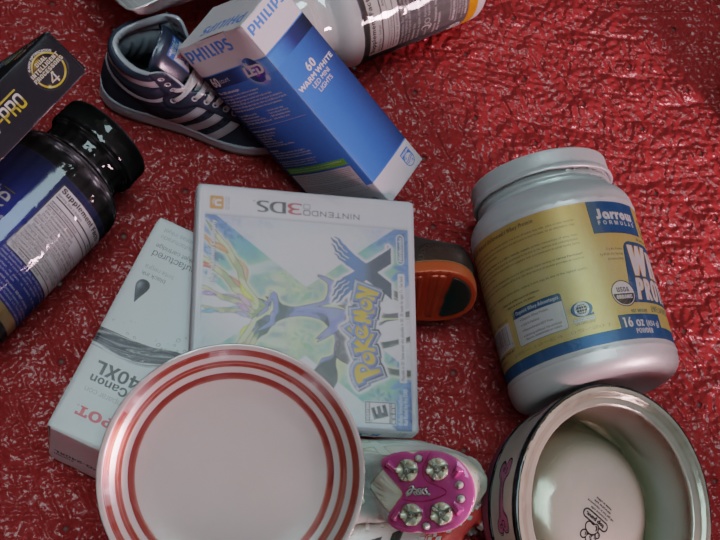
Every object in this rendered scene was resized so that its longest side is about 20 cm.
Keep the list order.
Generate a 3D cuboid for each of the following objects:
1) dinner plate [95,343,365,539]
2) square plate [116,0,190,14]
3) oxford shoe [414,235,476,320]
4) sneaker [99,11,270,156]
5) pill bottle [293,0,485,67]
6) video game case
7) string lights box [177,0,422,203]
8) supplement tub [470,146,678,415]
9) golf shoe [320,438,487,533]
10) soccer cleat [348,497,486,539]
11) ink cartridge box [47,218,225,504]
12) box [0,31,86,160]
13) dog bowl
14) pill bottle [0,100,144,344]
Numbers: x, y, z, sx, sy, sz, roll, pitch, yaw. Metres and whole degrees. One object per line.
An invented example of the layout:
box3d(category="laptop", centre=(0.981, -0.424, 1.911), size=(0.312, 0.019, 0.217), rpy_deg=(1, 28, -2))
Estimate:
box3d(category="dinner plate", centre=(-0.096, 0.154, 0.977), size=(0.200, 0.024, 0.200), rpy_deg=(0, 93, -9))
box3d(category="square plate", centre=(-0.157, -0.295, 1.195), size=(0.200, 0.028, 0.198), rpy_deg=(-27, 40, -19))
box3d(category="oxford shoe", centre=(0.000, 0.000, 1.142), size=(0.200, 0.071, 0.073), rpy_deg=(6, 36, -3))
box3d(category="sneaker", centre=(-0.131, -0.163, 1.148), size=(0.200, 0.109, 0.070), rpy_deg=(12, 67, -6))
box3d(category="pill bottle", centre=(0.008, -0.257, 1.209), size=(0.200, 0.116, 0.116), rpy_deg=(-24, 74, -18))
box3d(category="video game case", centre=(-0.045, 0.031, 1.044), size=(0.182, 0.022, 0.200), rpy_deg=(4, 69, -12))
box3d(category="string lights box", centre=(-0.050, -0.140, 1.108), size=(0.200, 0.103, 0.059), rpy_deg=(49, 61, -25))
box3d(category="supplement tub", centre=(0.176, 0.011, 1.115), size=(0.144, 0.145, 0.200), rpy_deg=(-8, 70, -14))
box3d(category="golf shoe", centre=(0.006, 0.166, 1.035), size=(0.200, 0.092, 0.075), rpy_deg=(5, 93, 25))
box3d(category="soccer cleat", centre=(0.017, 0.221, 1.044), size=(0.200, 0.069, 0.085), rpy_deg=(-34, 82, -16))
box3d(category="ink cartridge box", centre=(-0.144, 0.082, 1.059), size=(0.145, 0.083, 0.200), rpy_deg=(25, 65, -1))
box3d(category="box", centre=(-0.317, -0.105, 1.045), size=(0.049, 0.200, 0.161), rpy_deg=(46, 66, -22))
box3d(category="dog bowl", centre=(0.185, 0.195, 1.052), size=(0.200, 0.074, 0.200), rpy_deg=(8, 75, -30))
box3d(category="pill bottle", centre=(-0.274, -0.043, 1.071), size=(0.112, 0.112, 0.200), rpy_deg=(37, 67, 6))
